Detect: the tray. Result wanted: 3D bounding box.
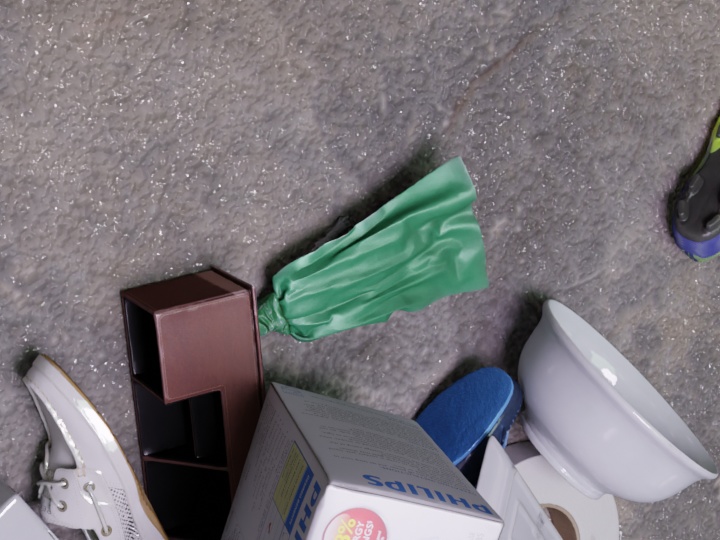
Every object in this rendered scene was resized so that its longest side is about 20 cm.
[{"bbox_3d":[0.134,0.228,1.185,0.200,0.022,0.108,56,42,-47],"label":"tray"}]

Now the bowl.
[{"bbox_3d":[0.196,0.125,1.217,0.090,0.201,0.201,-45,125,12],"label":"bowl"}]

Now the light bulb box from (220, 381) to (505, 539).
[{"bbox_3d":[-0.017,0.207,0.974,0.124,0.200,0.200,15,99,-17],"label":"light bulb box"}]

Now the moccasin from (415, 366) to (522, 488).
[{"bbox_3d":[0.066,0.168,1.203,0.200,0.080,0.068,-50,129,4],"label":"moccasin"}]

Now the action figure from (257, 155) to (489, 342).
[{"bbox_3d":[0.000,0.000,1.119,0.199,0.055,0.119,-26,117,-18],"label":"action figure"}]

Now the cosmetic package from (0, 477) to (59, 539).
[{"bbox_3d":[-0.289,0.240,0.981,0.200,0.074,0.102,-43,122,-19],"label":"cosmetic package"}]

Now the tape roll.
[{"bbox_3d":[0.144,0.251,1.290,0.201,0.037,0.205,-9,107,-32],"label":"tape roll"}]

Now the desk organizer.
[{"bbox_3d":[-0.116,0.107,1.061,0.076,0.072,0.202,-13,109,-28],"label":"desk organizer"}]

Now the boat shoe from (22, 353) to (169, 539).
[{"bbox_3d":[-0.193,0.153,1.021,0.069,0.071,0.201,-31,115,-16],"label":"boat shoe"}]

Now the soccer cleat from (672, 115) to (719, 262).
[{"bbox_3d":[0.344,-0.096,1.329,0.201,0.064,0.084,-55,154,-15],"label":"soccer cleat"}]
